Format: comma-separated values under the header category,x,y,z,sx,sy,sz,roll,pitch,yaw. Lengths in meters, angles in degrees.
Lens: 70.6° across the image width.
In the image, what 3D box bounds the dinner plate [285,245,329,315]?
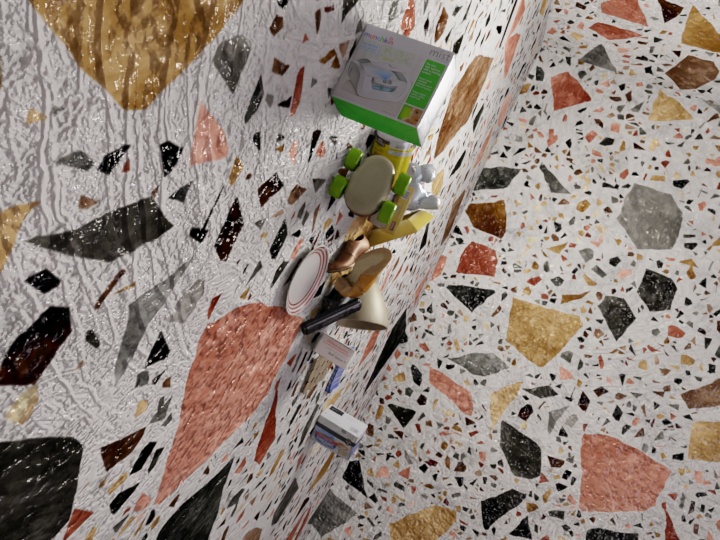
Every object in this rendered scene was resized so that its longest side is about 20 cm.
category,x,y,z,sx,sy,sz,roll,pitch,yaw
dinner plate,-0.142,0.022,1.320,0.200,0.024,0.200,-57,163,-28

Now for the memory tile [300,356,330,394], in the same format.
category,x,y,z,sx,sy,sz,roll,pitch,yaw
memory tile,-0.151,0.358,1.848,0.153,0.017,0.200,-68,165,14

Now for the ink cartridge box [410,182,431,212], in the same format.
category,x,y,z,sx,sy,sz,roll,pitch,yaw
ink cartridge box,0.218,-0.295,1.948,0.117,0.067,0.200,-60,163,-17

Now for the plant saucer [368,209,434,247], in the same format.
category,x,y,z,sx,sy,sz,roll,pitch,yaw
plant saucer,0.132,-0.152,1.750,0.200,0.200,0.049,-41,111,-58

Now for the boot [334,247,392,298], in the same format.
category,x,y,z,sx,sy,sz,roll,pitch,yaw
boot,0.022,0.010,1.491,0.201,0.071,0.144,-35,161,11

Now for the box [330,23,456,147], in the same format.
category,x,y,z,sx,sy,sz,roll,pitch,yaw
box,0.072,-0.382,1.056,0.177,0.200,0.097,-63,165,-3

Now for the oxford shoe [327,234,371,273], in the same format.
category,x,y,z,sx,sy,sz,roll,pitch,yaw
oxford shoe,-0.040,-0.050,1.510,0.200,0.071,0.071,-41,122,-49

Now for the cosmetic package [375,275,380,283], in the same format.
category,x,y,z,sx,sy,sz,roll,pitch,yaw
cosmetic package,0.013,0.055,1.804,0.105,0.071,0.200,-43,154,-55

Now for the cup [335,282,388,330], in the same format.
category,x,y,z,sx,sy,sz,roll,pitch,yaw
cup,-0.001,0.111,1.676,0.200,0.200,0.143,59,36,-72

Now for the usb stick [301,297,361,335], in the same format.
category,x,y,z,sx,sy,sz,roll,pitch,yaw
usb stick,-0.084,0.137,1.520,0.200,0.033,0.055,-24,152,-22

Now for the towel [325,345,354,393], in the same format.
category,x,y,z,sx,sy,sz,roll,pitch,yaw
towel,-0.083,0.421,2.164,0.200,0.024,0.145,-66,166,6

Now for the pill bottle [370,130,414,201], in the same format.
category,x,y,z,sx,sy,sz,roll,pitch,yaw
pill bottle,0.074,-0.285,1.393,0.109,0.109,0.200,-43,154,-54

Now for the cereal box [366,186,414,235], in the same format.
category,x,y,z,sx,sy,sz,roll,pitch,yaw
cereal box,0.086,-0.193,1.522,0.144,0.039,0.200,-66,-161,9

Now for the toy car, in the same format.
category,x,y,z,sx,sy,sz,roll,pitch,yaw
toy car,0.020,-0.192,1.303,0.158,0.164,0.200,-62,177,-11

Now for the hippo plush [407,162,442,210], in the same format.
category,x,y,z,sx,sy,sz,roll,pitch,yaw
hippo plush,0.185,-0.291,1.756,0.159,0.200,0.161,-129,-144,-76

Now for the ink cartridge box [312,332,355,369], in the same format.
category,x,y,z,sx,sy,sz,roll,pitch,yaw
ink cartridge box,-0.085,0.254,1.607,0.067,0.117,0.200,-59,-179,-11

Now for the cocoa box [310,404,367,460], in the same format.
category,x,y,z,sx,sy,sz,roll,pitch,yaw
cocoa box,-0.095,0.714,2.251,0.131,0.200,0.133,-67,165,14

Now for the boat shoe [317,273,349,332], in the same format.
category,x,y,z,sx,sy,sz,roll,pitch,yaw
boat shoe,-0.084,0.097,1.568,0.200,0.070,0.066,-52,135,-7
